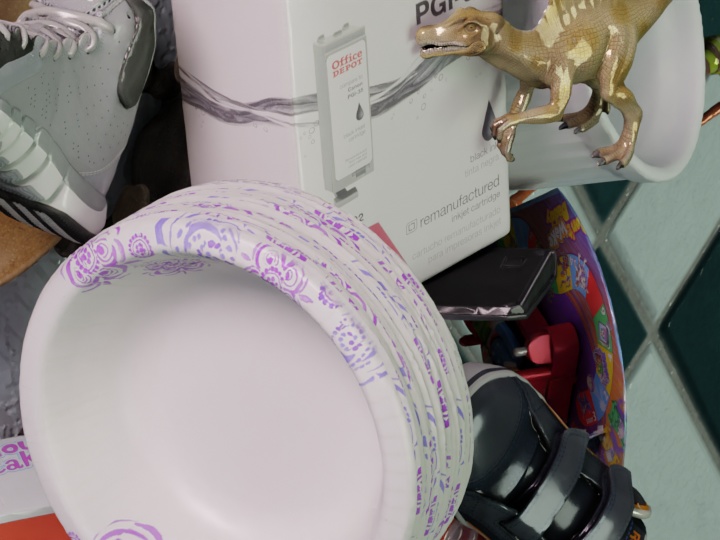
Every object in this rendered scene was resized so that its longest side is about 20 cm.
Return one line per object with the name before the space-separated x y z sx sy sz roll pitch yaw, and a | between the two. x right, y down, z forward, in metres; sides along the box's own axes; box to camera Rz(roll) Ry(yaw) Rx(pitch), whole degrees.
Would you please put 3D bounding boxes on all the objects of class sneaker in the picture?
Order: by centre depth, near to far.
sneaker | -0.144 -0.100 1.072 0.116 0.075 0.200 -64 157 -13
sneaker | 0.096 0.115 1.268 0.079 0.079 0.200 -56 144 -15

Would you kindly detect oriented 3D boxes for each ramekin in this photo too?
ramekin | 0.103 -0.138 1.366 0.200 0.097 0.202 30 55 -55

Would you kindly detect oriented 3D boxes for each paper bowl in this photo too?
paper bowl | -0.043 0.058 1.135 0.104 0.199 0.202 -35 137 -56

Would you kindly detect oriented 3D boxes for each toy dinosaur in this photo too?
toy dinosaur | 0.114 -0.106 1.217 0.199 0.058 0.102 -22 127 -36

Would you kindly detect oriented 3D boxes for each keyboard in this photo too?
keyboard | 0.000 0.000 1.282 0.127 0.198 0.021 -53 142 -60

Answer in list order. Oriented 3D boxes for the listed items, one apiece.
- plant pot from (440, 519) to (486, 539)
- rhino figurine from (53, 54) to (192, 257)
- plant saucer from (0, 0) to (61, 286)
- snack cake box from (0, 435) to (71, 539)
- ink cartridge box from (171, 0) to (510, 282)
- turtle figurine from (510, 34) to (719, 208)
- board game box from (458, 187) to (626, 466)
plant pot | -0.014 0.108 1.338 0.200 0.177 0.202 -33 134 -42
rhino figurine | -0.073 -0.083 1.247 0.087 0.060 0.201 31 82 -54
plant saucer | -0.175 -0.084 1.123 0.200 0.035 0.201 -32 133 -42
snack cake box | -0.142 0.178 1.263 0.114 0.067 0.201 -9 120 -20
ink cartridge box | -0.008 -0.091 1.205 0.146 0.083 0.201 -28 127 -37
turtle figurine | 0.164 -0.122 1.550 0.199 0.064 0.162 -25 122 -30
board game box | 0.083 0.045 1.382 0.039 0.200 0.159 -9 86 -18
